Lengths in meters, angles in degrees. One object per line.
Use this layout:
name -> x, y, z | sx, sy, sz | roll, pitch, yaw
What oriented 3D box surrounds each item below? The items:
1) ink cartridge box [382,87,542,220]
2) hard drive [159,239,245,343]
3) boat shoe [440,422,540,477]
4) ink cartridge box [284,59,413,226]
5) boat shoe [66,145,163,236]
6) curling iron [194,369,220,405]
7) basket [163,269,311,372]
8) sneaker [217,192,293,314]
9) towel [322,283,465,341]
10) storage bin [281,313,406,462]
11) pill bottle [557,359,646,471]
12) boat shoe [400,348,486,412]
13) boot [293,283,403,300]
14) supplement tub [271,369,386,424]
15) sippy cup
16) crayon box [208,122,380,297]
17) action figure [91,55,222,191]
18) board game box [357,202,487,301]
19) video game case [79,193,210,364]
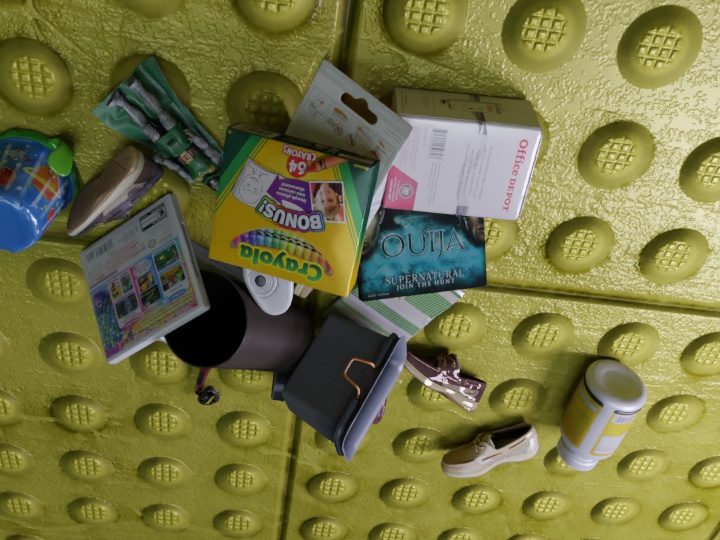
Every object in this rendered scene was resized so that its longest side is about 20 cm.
ink cartridge box -> 0.133, -0.158, 1.045 | 0.194, 0.084, 0.149 | 5, 129, -4
hard drive -> -0.281, 0.048, 1.245 | 0.130, 0.027, 0.200 | 29, 123, -22
boat shoe -> 0.244, 0.340, 1.466 | 0.195, 0.073, 0.066 | -16, 120, 9
ink cartridge box -> -0.029, -0.152, 1.030 | 0.159, 0.047, 0.202 | 38, 115, 14
boat shoe -> -0.355, -0.102, 1.093 | 0.064, 0.073, 0.198 | 24, 133, -39
curling iron -> -0.261, 0.168, 1.343 | 0.048, 0.026, 0.203 | 15, 129, -4
basket -> -0.176, 0.089, 1.172 | 0.177, 0.139, 0.199 | 16, 177, 34
sneaker -> -0.137, -0.047, 1.104 | 0.071, 0.112, 0.205 | -16, 104, 9
towel -> 0.055, 0.053, 1.258 | 0.151, 0.024, 0.199 | 34, 123, -24
storage bin -> -0.030, 0.171, 1.208 | 0.132, 0.202, 0.147 | 25, 157, 17
pill bottle -> 0.427, 0.267, 1.377 | 0.109, 0.113, 0.203 | 8, 129, -7
boat shoe -> 0.145, 0.175, 1.337 | 0.198, 0.072, 0.073 | 34, 92, -22
boot -> 0.000, 0.000, 1.166 | 0.153, 0.073, 0.200 | 35, 116, -14
supplement tub -> -0.055, 0.201, 1.322 | 0.194, 0.108, 0.109 | 10, 129, -8
sippy cup -> -0.474, -0.102, 1.054 | 0.136, 0.132, 0.180 | 14, 129, -11
crayon box -> -0.088, -0.079, 0.991 | 0.195, 0.058, 0.177 | 15, 108, 7
action figure -> -0.254, -0.179, 1.047 | 0.117, 0.055, 0.200 | -32, 127, 19
board game box -> 0.088, -0.035, 1.109 | 0.195, 0.028, 0.139 | -7, 99, -15
video game case -> -0.325, 0.014, 1.134 | 0.197, 0.186, 0.024 | -28, 163, 21
